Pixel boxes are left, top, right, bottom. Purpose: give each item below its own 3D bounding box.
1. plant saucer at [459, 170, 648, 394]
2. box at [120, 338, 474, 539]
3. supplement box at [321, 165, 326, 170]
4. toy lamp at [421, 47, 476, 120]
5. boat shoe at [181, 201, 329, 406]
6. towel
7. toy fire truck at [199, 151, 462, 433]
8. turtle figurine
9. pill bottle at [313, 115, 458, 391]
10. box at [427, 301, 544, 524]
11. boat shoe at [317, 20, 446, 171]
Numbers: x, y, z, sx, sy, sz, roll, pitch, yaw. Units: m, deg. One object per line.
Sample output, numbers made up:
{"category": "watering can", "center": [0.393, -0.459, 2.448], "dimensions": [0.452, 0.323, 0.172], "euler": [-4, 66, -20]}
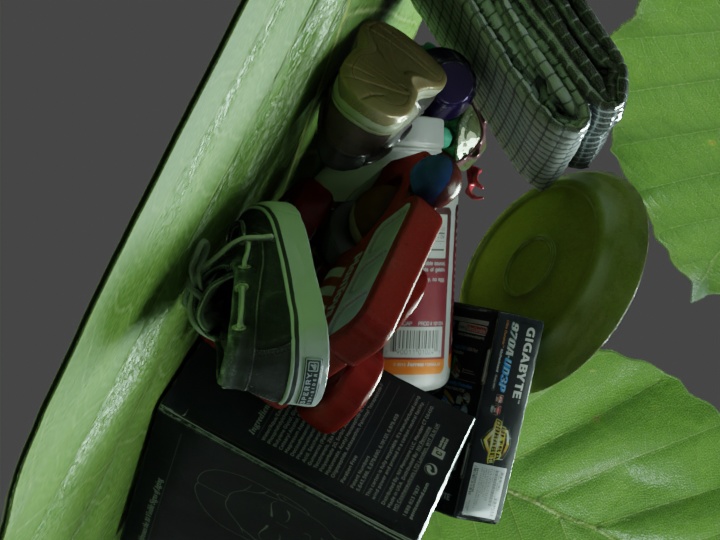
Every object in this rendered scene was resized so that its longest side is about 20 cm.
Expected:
{"category": "plant saucer", "center": [0.143, 0.002, 1.330], "dimensions": [0.200, 0.031, 0.200], "euler": [-35, -142, 33]}
{"category": "box", "center": [-0.050, 0.152, 1.206], "dimensions": [0.124, 0.196, 0.200], "euler": [-61, 177, -39]}
{"category": "supplement box", "center": [-0.020, -0.023, 1.379], "dimensions": [0.200, 0.073, 0.126], "euler": [-62, 178, -16]}
{"category": "toy lamp", "center": [0.050, -0.146, 1.323], "dimensions": [0.058, 0.058, 0.200], "euler": [-63, -168, -2]}
{"category": "boat shoe", "center": [-0.066, 0.015, 0.949], "dimensions": [0.199, 0.068, 0.074], "euler": [-107, -154, -58]}
{"category": "towel", "center": [0.122, -0.175, 1.279], "dimensions": [0.085, 0.200, 0.166], "euler": [-31, 171, -6]}
{"category": "toy fire truck", "center": [0.000, 0.000, 1.082], "dimensions": [0.168, 0.112, 0.200], "euler": [-34, -159, 47]}
{"category": "turtle figurine", "center": [0.079, -0.143, 1.690], "dimensions": [0.200, 0.100, 0.150], "euler": [56, 34, -69]}
{"category": "pill bottle", "center": [0.016, -0.014, 1.249], "dimensions": [0.113, 0.113, 0.201], "euler": [-25, 118, -85]}
{"category": "box", "center": [0.053, 0.101, 1.326], "dimensions": [0.200, 0.046, 0.159], "euler": [9, -94, 59]}
{"category": "boat shoe", "center": [0.009, -0.118, 1.141], "dimensions": [0.065, 0.072, 0.200], "euler": [-51, -175, 22]}
